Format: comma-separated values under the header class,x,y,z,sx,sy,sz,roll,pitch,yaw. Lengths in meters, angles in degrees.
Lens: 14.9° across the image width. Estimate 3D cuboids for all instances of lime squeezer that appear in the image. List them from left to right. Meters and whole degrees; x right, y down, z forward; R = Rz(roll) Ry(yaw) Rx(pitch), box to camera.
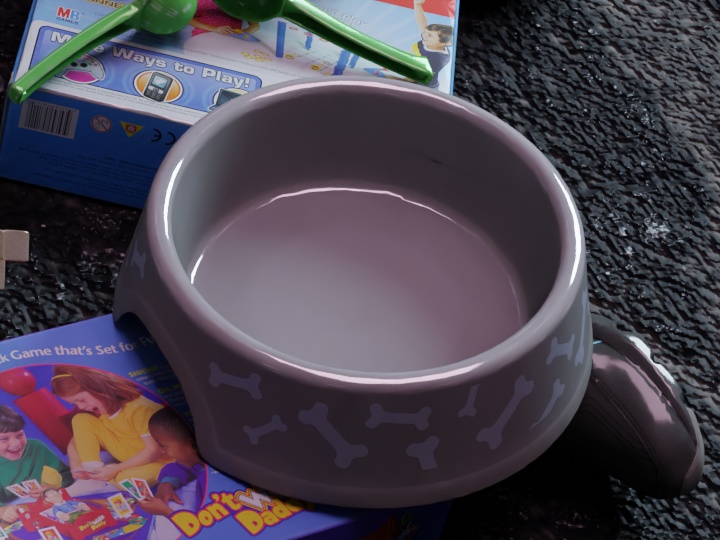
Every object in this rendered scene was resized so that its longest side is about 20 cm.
class,x,y,z,sx,sy,sz,roll,pitch,yaw
lime squeezer,-0.069,-0.108,1.228,0.199,0.038,0.071,-4,76,-25

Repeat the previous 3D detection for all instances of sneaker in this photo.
class,x,y,z,sx,sy,sz,roll,pitch,yaw
sneaker,0.055,0.046,1.163,0.200,0.076,0.079,33,56,27

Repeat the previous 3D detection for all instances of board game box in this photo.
class,x,y,z,sx,sy,sz,roll,pitch,yaw
board game box,-0.082,0.079,1.084,0.199,0.045,0.135,-14,50,-32
board game box,-0.056,-0.104,1.288,0.199,0.056,0.196,13,41,-5

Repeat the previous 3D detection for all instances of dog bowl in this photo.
class,x,y,z,sx,sy,sz,roll,pitch,yaw
dog bowl,0.000,0.000,1.102,0.199,0.059,0.201,4,45,-4

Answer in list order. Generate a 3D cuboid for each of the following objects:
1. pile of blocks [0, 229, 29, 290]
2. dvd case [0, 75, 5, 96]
class,x,y,z,sx,sy,sz,roll,pitch,yaw
pile of blocks,-0.215,0.017,1.071,0.199,0.063,0.082,-1,-5,33
dvd case,-0.264,-0.113,1.185,0.200,0.025,0.151,-26,90,-42
